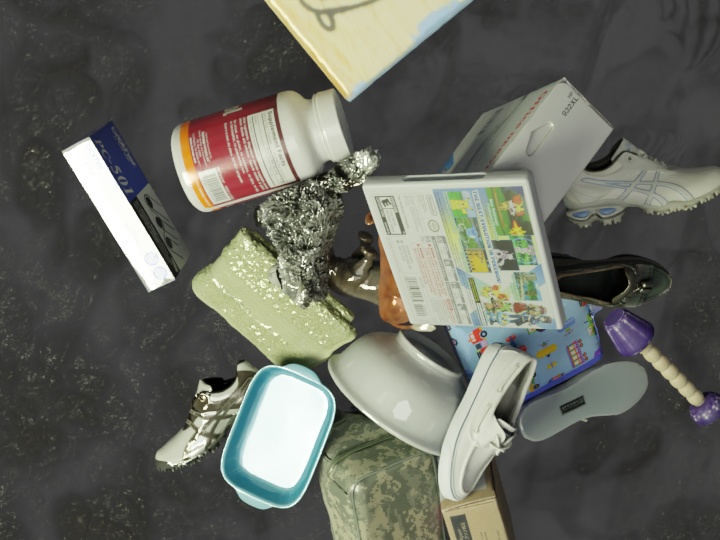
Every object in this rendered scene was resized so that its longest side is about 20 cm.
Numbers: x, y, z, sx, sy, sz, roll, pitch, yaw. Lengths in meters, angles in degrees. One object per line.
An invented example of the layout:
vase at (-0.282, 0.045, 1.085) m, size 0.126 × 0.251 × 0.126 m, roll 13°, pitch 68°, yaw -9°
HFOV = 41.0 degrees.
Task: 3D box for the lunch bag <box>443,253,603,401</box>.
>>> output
lunch bag at (0.219, 0.078, 1.245) m, size 0.200 × 0.094 × 0.151 m, roll -23°, pitch 105°, yaw 1°

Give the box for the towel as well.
towel at (-0.112, 0.046, 1.243) m, size 0.200 × 0.036 × 0.148 m, roll 43°, pitch 127°, yaw -8°

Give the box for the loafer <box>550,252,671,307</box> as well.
loafer at (0.305, 0.018, 1.195) m, size 0.200 × 0.063 × 0.072 m, roll 3°, pitch 106°, yaw -18°

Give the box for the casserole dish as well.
casserole dish at (-0.103, 0.213, 1.255) m, size 0.121 × 0.039 × 0.200 m, roll 23°, pitch 99°, yaw 9°

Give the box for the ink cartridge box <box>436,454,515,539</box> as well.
ink cartridge box at (0.156, 0.319, 1.271) m, size 0.075 × 0.200 × 0.165 m, roll -15°, pitch 108°, yaw 8°

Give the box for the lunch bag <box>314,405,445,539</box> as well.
lunch bag at (0.013, 0.300, 1.293) m, size 0.139 × 0.168 × 0.200 m, roll -21°, pitch 114°, yaw -26°

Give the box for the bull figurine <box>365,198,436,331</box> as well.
bull figurine at (0.064, -0.014, 1.143) m, size 0.121 × 0.065 × 0.200 m, roll 19°, pitch 128°, yaw 29°

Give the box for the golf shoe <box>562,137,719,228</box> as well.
golf shoe at (0.344, -0.116, 1.167) m, size 0.200 × 0.078 × 0.097 m, roll -10°, pitch 104°, yaw 6°

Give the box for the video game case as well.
video game case at (0.113, -0.018, 1.029) m, size 0.182 × 0.022 × 0.200 m, roll 1°, pitch 130°, yaw 27°

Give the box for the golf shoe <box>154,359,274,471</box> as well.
golf shoe at (-0.209, 0.195, 1.315) m, size 0.200 × 0.078 × 0.095 m, roll -34°, pitch 103°, yaw 3°

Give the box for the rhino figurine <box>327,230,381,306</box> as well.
rhino figurine at (0.000, 0.000, 1.234) m, size 0.200 × 0.060 × 0.087 m, roll 18°, pitch 121°, yaw -1°

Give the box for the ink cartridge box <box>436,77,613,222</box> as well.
ink cartridge box at (0.169, -0.118, 1.083) m, size 0.084 × 0.200 × 0.145 m, roll 41°, pitch 78°, yaw -12°

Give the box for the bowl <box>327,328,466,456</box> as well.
bowl at (0.066, 0.136, 1.214) m, size 0.201 × 0.201 × 0.090 m, roll 33°, pitch 101°, yaw -9°

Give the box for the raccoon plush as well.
raccoon plush at (-0.041, -0.041, 1.127) m, size 0.200 × 0.097 × 0.134 m, roll -30°, pitch 83°, yaw 42°

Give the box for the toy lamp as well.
toy lamp at (0.394, 0.124, 1.256) m, size 0.200 × 0.058 × 0.058 m, roll 42°, pitch 107°, yaw -14°

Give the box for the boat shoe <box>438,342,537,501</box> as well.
boat shoe at (0.154, 0.185, 1.154) m, size 0.074 × 0.065 × 0.200 m, roll 24°, pitch 84°, yaw -49°

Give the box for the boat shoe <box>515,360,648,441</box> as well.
boat shoe at (0.284, 0.169, 1.278) m, size 0.199 × 0.068 × 0.074 m, roll -24°, pitch 102°, yaw -14°

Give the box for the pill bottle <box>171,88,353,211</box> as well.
pill bottle at (-0.115, -0.149, 1.156) m, size 0.200 × 0.113 × 0.113 m, roll -15°, pitch 109°, yaw 8°

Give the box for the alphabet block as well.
alphabet block at (0.001, -0.332, 1.037) m, size 0.195 × 0.196 × 0.200 m, roll -38°, pitch 104°, yaw 14°

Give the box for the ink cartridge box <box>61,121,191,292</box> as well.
ink cartridge box at (-0.287, -0.081, 1.200) m, size 0.044 × 0.094 × 0.200 m, roll -25°, pitch 108°, yaw 12°
